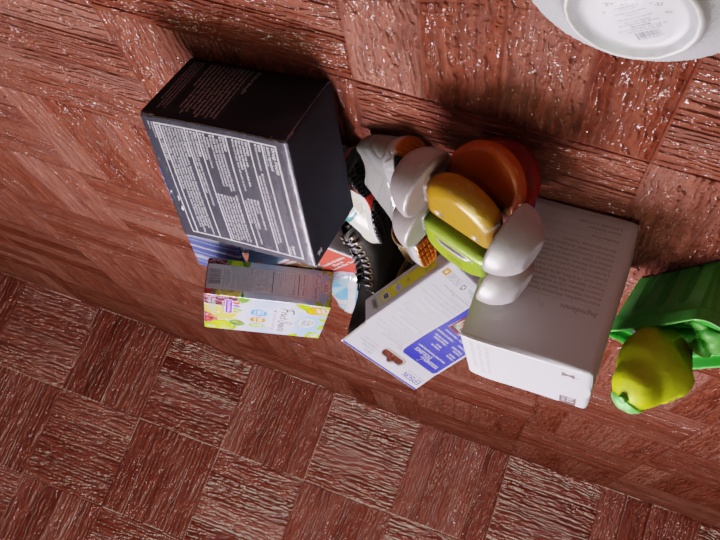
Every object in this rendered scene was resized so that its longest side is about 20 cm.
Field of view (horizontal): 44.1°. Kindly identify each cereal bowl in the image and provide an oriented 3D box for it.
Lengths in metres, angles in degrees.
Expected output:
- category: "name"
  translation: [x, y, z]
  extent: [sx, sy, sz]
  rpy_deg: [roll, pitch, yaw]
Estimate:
- category: "cereal bowl"
  translation: [0.193, -0.204, 0.597]
  extent: [0.199, 0.084, 0.200]
  rpy_deg: [19, 163, 6]

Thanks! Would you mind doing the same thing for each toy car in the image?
- category: "toy car"
  translation: [0.135, -0.072, 0.992]
  extent: [0.175, 0.150, 0.200]
  rpy_deg: [35, 164, 16]

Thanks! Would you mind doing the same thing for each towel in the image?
- category: "towel"
  translation: [-0.255, -0.087, 1.468]
  extent: [0.144, 0.024, 0.201]
  rpy_deg: [14, 131, 44]

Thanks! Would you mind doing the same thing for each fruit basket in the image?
- category: "fruit basket"
  translation: [0.402, 0.102, 1.122]
  extent: [0.155, 0.217, 0.215]
  rpy_deg: [25, 164, -15]

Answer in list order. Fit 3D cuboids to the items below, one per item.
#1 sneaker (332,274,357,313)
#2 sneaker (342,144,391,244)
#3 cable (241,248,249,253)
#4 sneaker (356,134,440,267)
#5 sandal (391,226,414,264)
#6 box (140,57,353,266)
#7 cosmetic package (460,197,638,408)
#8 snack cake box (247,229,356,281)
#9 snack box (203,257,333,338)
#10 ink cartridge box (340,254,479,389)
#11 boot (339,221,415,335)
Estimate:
- category: "sneaker"
  translation: [-0.054, 0.007, 1.622]
  extent: [0.130, 0.080, 0.200]
  rpy_deg: [18, 155, 3]
- category: "sneaker"
  translation: [-0.016, -0.109, 1.210]
  extent: [0.093, 0.071, 0.200]
  rpy_deg: [16, 159, 26]
- category: "cable"
  translation: [-0.199, -0.072, 1.549]
  extent: [0.162, 0.051, 0.200]
  rpy_deg: [24, 163, -16]
- category: "sneaker"
  translation: [0.054, -0.094, 1.125]
  extent: [0.092, 0.076, 0.201]
  rpy_deg: [25, 146, 41]
- category: "sandal"
  translation: [0.079, -0.056, 1.258]
  extent: [0.069, 0.078, 0.212]
  rpy_deg: [24, 156, 5]
- category: "box"
  translation: [-0.128, -0.131, 1.078]
  extent: [0.197, 0.124, 0.201]
  rpy_deg: [15, 142, 22]
- category: "cosmetic package"
  translation: [0.238, 0.040, 1.119]
  extent: [0.164, 0.201, 0.165]
  rpy_deg: [17, 162, 18]
- category: "snack cake box"
  translation: [-0.080, -0.029, 1.416]
  extent: [0.114, 0.068, 0.199]
  rpy_deg: [21, 153, -36]
- category: "snack box"
  translation: [-0.152, 0.048, 1.443]
  extent: [0.198, 0.068, 0.169]
  rpy_deg: [5, 158, -7]
- category: "ink cartridge box"
  translation: [0.101, 0.074, 1.293]
  extent: [0.199, 0.047, 0.197]
  rpy_deg: [-33, 136, 19]
- category: "boot"
  translation: [0.000, 0.000, 1.307]
  extent: [0.077, 0.201, 0.138]
  rpy_deg: [0, 151, 45]
